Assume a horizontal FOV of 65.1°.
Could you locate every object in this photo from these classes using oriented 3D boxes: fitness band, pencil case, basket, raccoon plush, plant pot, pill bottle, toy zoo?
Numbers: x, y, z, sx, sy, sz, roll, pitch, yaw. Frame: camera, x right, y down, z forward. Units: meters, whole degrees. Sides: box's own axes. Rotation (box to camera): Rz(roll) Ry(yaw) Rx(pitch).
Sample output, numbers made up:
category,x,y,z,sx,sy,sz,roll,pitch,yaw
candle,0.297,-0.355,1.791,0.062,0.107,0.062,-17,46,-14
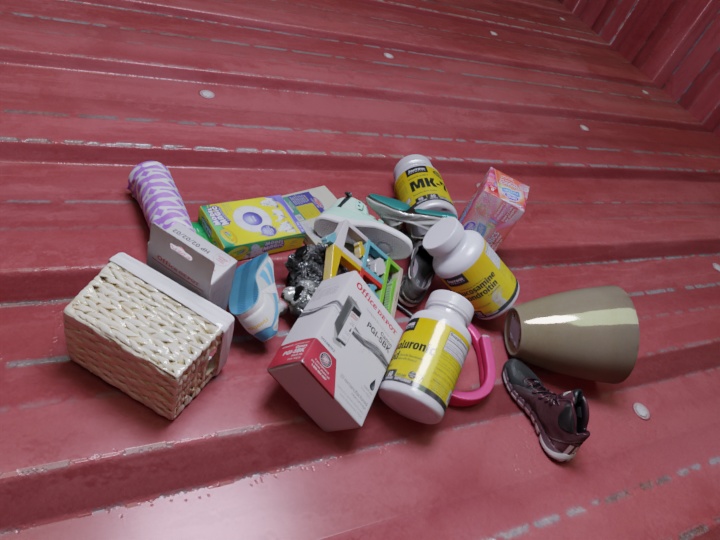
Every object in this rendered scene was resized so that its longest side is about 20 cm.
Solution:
category,x,y,z,sx,sy,sz,roll,pitch,yaw
fitness band,0.172,0.155,1.025,0.142,0.038,0.201,14,43,-11
pencil case,-0.358,-0.108,1.009,0.085,0.084,0.201,-31,57,-3
basket,-0.298,0.095,0.794,0.199,0.136,0.124,28,44,4
raccoon plush,-0.048,0.027,0.997,0.198,0.097,0.135,-9,57,-17
plant pot,0.385,0.118,1.075,0.198,0.188,0.188,3,45,-6
pill bottle,0.210,-0.006,1.090,0.200,0.112,0.112,45,36,-24
pill bottle,0.115,0.135,0.922,0.111,0.111,0.201,27,62,3
toy zoo,0.000,0.000,1.011,0.200,0.020,0.132,39,49,-33
pill bottle,0.139,-0.166,1.269,0.113,0.115,0.201,6,42,-19

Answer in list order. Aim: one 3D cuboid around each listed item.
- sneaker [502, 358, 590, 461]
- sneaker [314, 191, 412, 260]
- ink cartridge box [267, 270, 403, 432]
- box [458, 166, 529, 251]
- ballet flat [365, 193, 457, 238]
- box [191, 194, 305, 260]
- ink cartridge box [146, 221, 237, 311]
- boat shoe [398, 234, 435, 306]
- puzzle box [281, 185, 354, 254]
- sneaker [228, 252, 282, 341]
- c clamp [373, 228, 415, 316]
category,x,y,z,sx,sy,sz,roll,pitch,yaw
sneaker,0.333,0.216,0.981,0.075,0.116,0.201,-6,51,-29
sneaker,0.021,-0.095,1.121,0.199,0.074,0.118,19,40,11
ink cartridge box,-0.031,0.121,0.875,0.147,0.083,0.201,51,43,-22
box,0.262,-0.100,1.198,0.094,0.201,0.103,27,43,0
ballet flat,0.098,-0.102,1.146,0.198,0.070,0.070,17,40,15
box,-0.218,-0.080,1.071,0.199,0.049,0.118,-16,56,-34
ink cartridge box,-0.256,0.012,0.845,0.115,0.201,0.068,32,43,8
boat shoe,0.128,-0.012,1.119,0.067,0.057,0.201,31,46,-6
puzzle box,-0.071,-0.093,1.166,0.132,0.026,0.200,-20,59,-38
sneaker,-0.174,0.041,0.955,0.076,0.081,0.200,-26,29,10
c clamp,0.081,-0.004,1.144,0.170,0.027,0.200,36,45,-3
